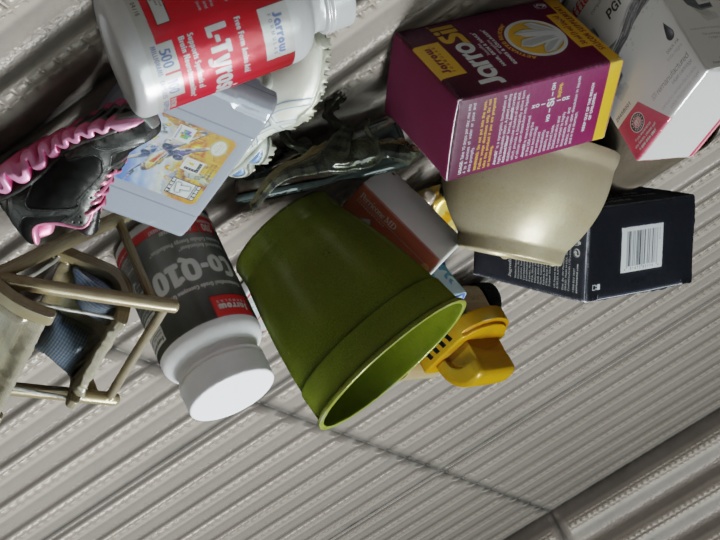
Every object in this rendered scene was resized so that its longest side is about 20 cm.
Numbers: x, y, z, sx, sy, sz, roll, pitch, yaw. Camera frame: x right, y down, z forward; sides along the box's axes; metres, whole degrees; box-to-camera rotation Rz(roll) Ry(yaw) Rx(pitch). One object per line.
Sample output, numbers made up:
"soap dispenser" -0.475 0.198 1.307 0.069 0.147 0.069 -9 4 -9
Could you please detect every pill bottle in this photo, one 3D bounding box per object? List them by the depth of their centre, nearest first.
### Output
"pill bottle" -0.109 -0.210 1.183 0.199 0.113 0.113 -22 155 -13
"pill bottle" -0.172 0.047 1.509 0.113 0.201 0.114 -23 156 -11

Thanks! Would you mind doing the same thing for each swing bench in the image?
"swing bench" -0.321 0.051 1.447 0.199 0.130 0.199 -8 150 -36

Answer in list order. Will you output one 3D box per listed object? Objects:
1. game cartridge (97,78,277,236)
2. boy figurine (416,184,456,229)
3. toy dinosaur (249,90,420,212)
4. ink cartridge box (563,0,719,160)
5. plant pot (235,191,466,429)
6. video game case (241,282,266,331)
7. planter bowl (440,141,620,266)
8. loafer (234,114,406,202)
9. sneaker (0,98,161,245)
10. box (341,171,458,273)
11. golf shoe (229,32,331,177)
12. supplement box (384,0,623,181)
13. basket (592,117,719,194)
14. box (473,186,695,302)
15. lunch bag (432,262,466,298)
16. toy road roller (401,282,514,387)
"game cartridge" -0.180 -0.117 1.320 0.132 0.042 0.200 17 135 -27
"boy figurine" 0.089 -0.067 1.735 0.199 0.065 0.124 -36 158 8
"toy dinosaur" -0.035 -0.126 1.455 0.198 0.089 0.048 -18 154 -21
"ink cartridge box" 0.299 -0.234 1.461 0.084 0.201 0.146 -6 148 -29
"plant pot" -0.026 0.028 1.512 0.200 0.193 0.201 -39 166 -11
"video game case" -0.077 0.029 1.799 0.199 0.018 0.143 -5 147 -41
"planter bowl" 0.177 -0.079 1.592 0.198 0.136 0.200 11 -179 0
"loafer" -0.044 -0.119 1.516 0.198 0.064 0.072 -14 -176 -21
"sneaker" -0.241 -0.081 1.257 0.199 0.096 0.079 -22 -166 32
"box" 0.000 0.000 1.639 0.200 0.124 0.097 -48 176 25
"golf shoe" -0.103 -0.160 1.339 0.097 0.079 0.200 3 140 -40
"supplement box" 0.143 -0.187 1.454 0.198 0.131 0.104 -17 137 -24
"basket" 0.314 -0.178 1.657 0.135 0.182 0.200 -17 165 -13
"box" 0.277 -0.044 1.792 0.195 0.119 0.199 -8 -166 -38
"lunch bag" 0.038 0.071 1.909 0.160 0.083 0.200 -15 154 -50
"toy road roller" 0.127 0.116 2.028 0.122 0.147 0.200 -1 144 -45
